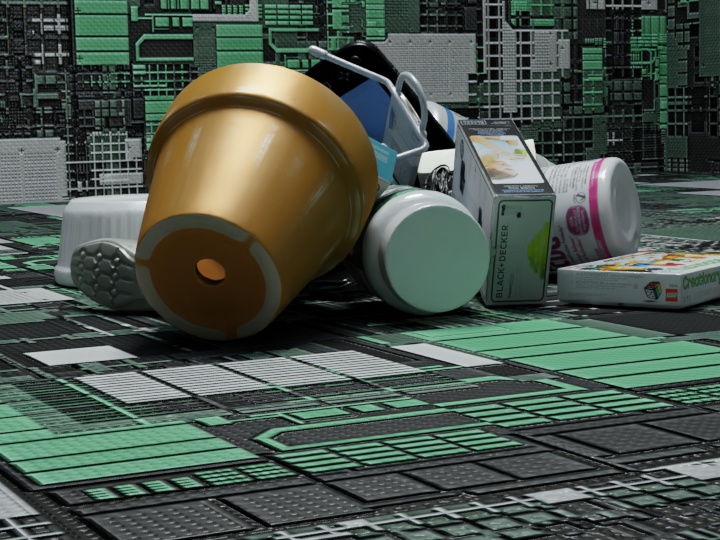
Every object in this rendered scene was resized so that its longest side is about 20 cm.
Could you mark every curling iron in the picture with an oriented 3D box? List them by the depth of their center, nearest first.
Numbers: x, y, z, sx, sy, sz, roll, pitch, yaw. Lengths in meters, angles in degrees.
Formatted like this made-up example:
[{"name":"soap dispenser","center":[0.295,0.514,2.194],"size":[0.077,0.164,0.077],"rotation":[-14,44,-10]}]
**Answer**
[{"name":"curling iron","center":[0.105,-0.044,1.686],"size":[0.050,0.026,0.200],"rotation":[-35,40,15]}]

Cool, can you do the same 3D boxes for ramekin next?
[{"name":"ramekin","center":[-0.247,-0.036,1.806],"size":[0.201,0.095,0.202],"rotation":[-1,6,0]}]

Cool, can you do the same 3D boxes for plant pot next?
[{"name":"plant pot","center":[-0.101,-0.043,1.344],"size":[0.199,0.201,0.183],"rotation":[0,35,15]}]

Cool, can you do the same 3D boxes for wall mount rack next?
[{"name":"wall mount rack","center":[0.007,-0.152,1.738],"size":[0.074,0.174,0.200],"rotation":[-19,-31,-21]}]

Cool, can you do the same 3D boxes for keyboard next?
[{"name":"keyboard","center":[0.000,0.000,1.673],"size":[0.104,0.040,0.200],"rotation":[-1,15,34]}]

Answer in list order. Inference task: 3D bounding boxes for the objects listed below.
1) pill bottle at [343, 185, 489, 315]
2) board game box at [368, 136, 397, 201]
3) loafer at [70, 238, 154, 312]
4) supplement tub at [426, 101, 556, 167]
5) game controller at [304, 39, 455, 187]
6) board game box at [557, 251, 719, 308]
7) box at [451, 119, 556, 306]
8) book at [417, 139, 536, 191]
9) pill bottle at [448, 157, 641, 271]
[{"name":"pill bottle","center":[0.050,-0.019,1.472],"size":[0.113,0.114,0.200],"rotation":[-2,5,-10]},{"name":"board game box","center":[-0.082,-0.071,1.490],"size":[0.151,0.047,0.200],"rotation":[28,-46,-15]},{"name":"loafer","center":[-0.190,0.008,1.517],"size":[0.199,0.070,0.070],"rotation":[12,7,32]},{"name":"supplement tub","center":[0.135,-0.114,1.975],"size":[0.200,0.132,0.132],"rotation":[24,-5,-24]},{"name":"game controller","center":[0.024,-0.169,1.807],"size":[0.104,0.200,0.042],"rotation":[-33,26,19]},{"name":"board game box","center":[0.291,0.007,1.543],"size":[0.126,0.035,0.200],"rotation":[3,7,34]},{"name":"box","center":[0.136,-0.060,1.558],"size":[0.060,0.117,0.200],"rotation":[-1,25,-7]},{"name":"book","center":[0.139,-0.075,1.851],"size":[0.133,0.048,0.200],"rotation":[-5,-29,4]},{"name":"pill bottle","center":[0.194,-0.054,1.734],"size":[0.199,0.114,0.113],"rotation":[-7,2,27]}]
